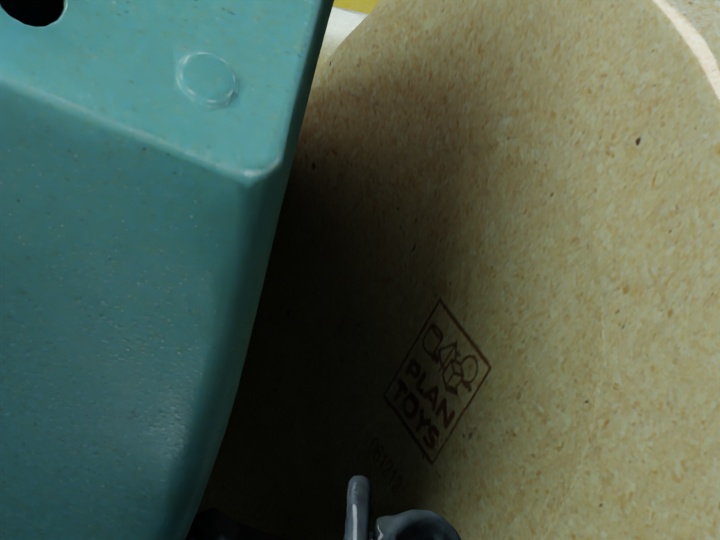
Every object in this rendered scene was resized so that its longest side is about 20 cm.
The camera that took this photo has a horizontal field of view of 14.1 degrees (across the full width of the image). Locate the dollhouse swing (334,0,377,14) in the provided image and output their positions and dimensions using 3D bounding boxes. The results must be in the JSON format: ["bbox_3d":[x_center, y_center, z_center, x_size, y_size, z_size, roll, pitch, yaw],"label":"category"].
[{"bbox_3d":[0.067,-0.081,1.042,0.182,0.176,0.200,-48,32,-10],"label":"dollhouse swing"}]

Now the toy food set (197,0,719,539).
[{"bbox_3d":[0.031,0.025,0.564,0.049,0.198,0.200,13,12,-36],"label":"toy food set"}]

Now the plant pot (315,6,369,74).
[{"bbox_3d":[0.000,0.000,0.773,0.200,0.200,0.027,-13,47,44],"label":"plant pot"}]

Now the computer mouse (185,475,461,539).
[{"bbox_3d":[-0.003,0.108,0.473,0.046,0.140,0.200,4,-7,-11],"label":"computer mouse"}]

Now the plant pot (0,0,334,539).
[{"bbox_3d":[-0.082,-0.018,0.533,0.200,0.141,0.141,127,161,-53],"label":"plant pot"}]
